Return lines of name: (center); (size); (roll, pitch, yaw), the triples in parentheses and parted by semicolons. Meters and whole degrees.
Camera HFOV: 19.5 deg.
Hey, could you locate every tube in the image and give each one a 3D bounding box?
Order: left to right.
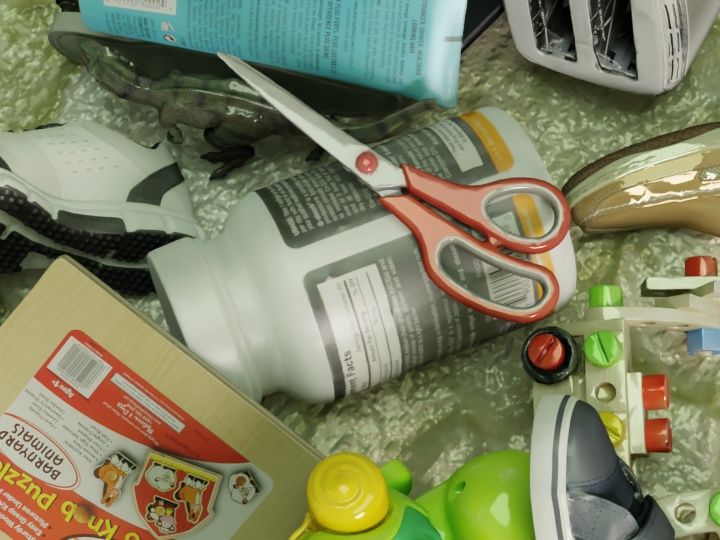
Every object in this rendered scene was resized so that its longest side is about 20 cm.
tube: (-0.044, -0.135, 1.078); (0.200, 0.077, 0.050); (11, 31, 12)

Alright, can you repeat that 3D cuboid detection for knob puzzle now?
knob puzzle: (-0.135, 0.118, 1.035); (0.220, 0.030, 0.220); (1, 104, 3)

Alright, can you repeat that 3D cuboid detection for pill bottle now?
pill bottle: (0.000, 0.000, 1.072); (0.200, 0.116, 0.116); (-20, 70, -8)

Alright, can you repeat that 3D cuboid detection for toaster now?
toaster: (0.141, -0.183, 1.101); (0.114, 0.200, 0.129); (19, 69, 17)

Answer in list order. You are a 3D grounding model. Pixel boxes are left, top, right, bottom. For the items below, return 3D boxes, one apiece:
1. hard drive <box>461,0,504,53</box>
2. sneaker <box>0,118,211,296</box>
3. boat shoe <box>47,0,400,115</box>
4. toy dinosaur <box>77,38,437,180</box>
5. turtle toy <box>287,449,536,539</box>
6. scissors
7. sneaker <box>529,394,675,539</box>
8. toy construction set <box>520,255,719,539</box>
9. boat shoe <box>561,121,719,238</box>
hard drive: (-0.015, -0.179, 1.149); (0.200, 0.042, 0.135); (29, 36, 9)
sneaker: (-0.171, -0.043, 1.080); (0.200, 0.074, 0.080); (14, 49, -40)
boat shoe: (-0.070, -0.133, 1.145); (0.200, 0.076, 0.060); (13, 75, 4)
toy dinosaur: (-0.053, -0.080, 1.110); (0.200, 0.088, 0.047); (9, 74, 12)
turtle toy: (0.013, 0.156, 0.992); (0.101, 0.146, 0.200); (37, 72, 21)
scissors: (0.010, -0.039, 1.014); (0.200, 0.014, 0.073); (23, 79, -2)
sneaker: (0.129, 0.148, 0.965); (0.079, 0.078, 0.200); (-6, 108, 19)
toy construction set: (0.152, 0.079, 1.056); (0.131, 0.092, 0.200); (-4, 62, 16)
boat shoe: (0.210, -0.041, 1.120); (0.200, 0.072, 0.076); (-14, 81, -6)
